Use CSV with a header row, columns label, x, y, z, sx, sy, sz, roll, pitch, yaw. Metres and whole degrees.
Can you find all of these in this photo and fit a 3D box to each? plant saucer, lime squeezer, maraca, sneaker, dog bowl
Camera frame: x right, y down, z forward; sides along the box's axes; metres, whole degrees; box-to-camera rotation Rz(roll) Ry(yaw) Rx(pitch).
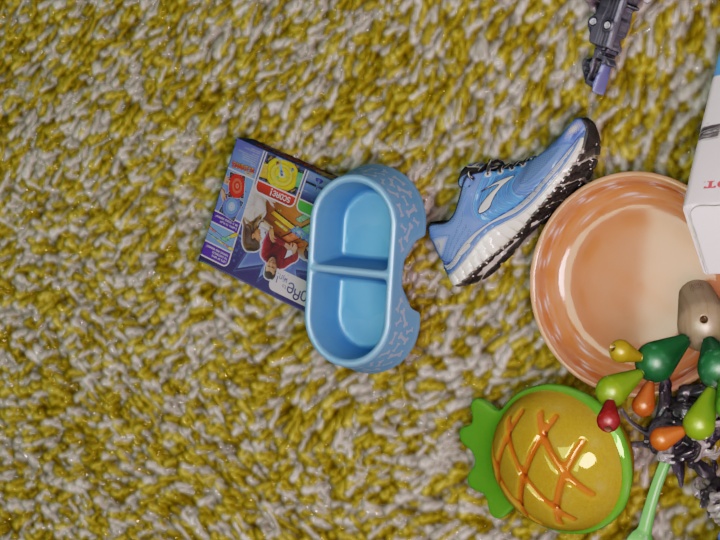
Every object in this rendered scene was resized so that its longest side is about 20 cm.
label,x,y,z,sx,sy,sz,roll,pitch,yaw
plant saucer,0.250,0.012,1.466,0.198,0.037,0.202,1,92,27
lime squeezer,0.223,0.252,1.487,0.200,0.038,0.071,-43,72,23
maraca,0.166,0.171,1.480,0.199,0.106,0.139,-6,93,48
sneaker,0.135,-0.076,1.502,0.200,0.078,0.089,-43,75,22
dog bowl,0.000,0.000,1.551,0.111,0.049,0.202,6,96,27

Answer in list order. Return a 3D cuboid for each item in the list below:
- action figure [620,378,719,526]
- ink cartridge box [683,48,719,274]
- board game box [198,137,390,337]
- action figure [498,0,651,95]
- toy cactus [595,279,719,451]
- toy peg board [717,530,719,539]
label,x,y,z,sx,sy,sz,roll,pitch,yaw
action figure,0.316,0.145,1.391,0.198,0.102,0.120,-5,109,22
ink cartridge box,0.354,-0.096,1.320,0.143,0.085,0.201,-2,47,28
board game box,-0.058,-0.035,1.628,0.199,0.034,0.136,26,104,25
action figure,0.194,-0.266,1.454,0.192,0.104,0.202,14,95,37
toy cactus,0.284,0.061,1.342,0.199,0.166,0.103,-21,121,14
toy peg board,0.317,0.272,1.355,0.098,0.199,0.200,38,110,37
